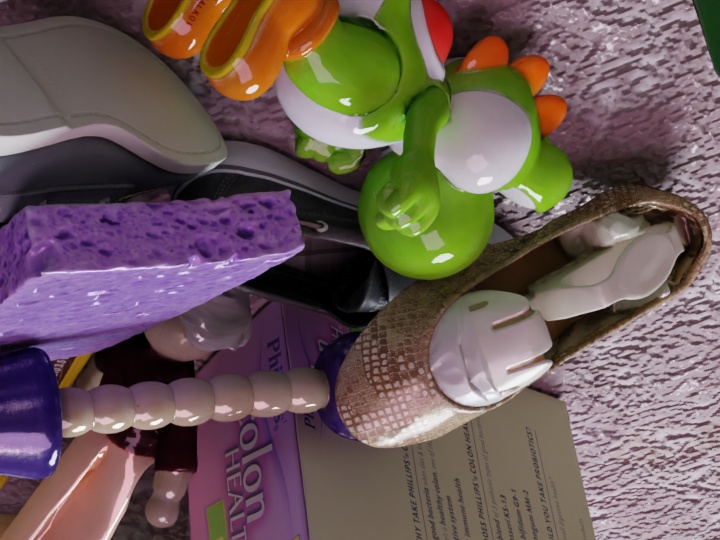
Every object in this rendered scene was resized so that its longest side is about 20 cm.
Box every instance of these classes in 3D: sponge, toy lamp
[{"bbox_3d":[-0.117,0.008,0.704,0.111,0.030,0.200,-7,170,-32],"label":"sponge"},{"bbox_3d":[-0.088,0.057,0.748,0.199,0.058,0.058,-3,143,-28],"label":"toy lamp"}]

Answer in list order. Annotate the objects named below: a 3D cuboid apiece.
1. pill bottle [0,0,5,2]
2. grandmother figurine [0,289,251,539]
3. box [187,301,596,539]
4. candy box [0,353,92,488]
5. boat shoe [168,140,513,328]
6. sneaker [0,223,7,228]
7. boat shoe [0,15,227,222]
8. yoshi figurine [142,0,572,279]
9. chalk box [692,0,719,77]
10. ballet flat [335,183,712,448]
[{"bbox_3d":[-0.116,-0.146,0.553,0.199,0.113,0.113,-14,141,6],"label":"pill bottle"},{"bbox_3d":[-0.113,0.075,0.828,0.060,0.121,0.200,11,117,-47],"label":"grandmother figurine"},{"bbox_3d":[0.019,0.135,0.871,0.199,0.176,0.097,22,132,-33],"label":"box"},{"bbox_3d":[-0.212,0.067,0.866,0.102,0.026,0.200,17,135,-24],"label":"candy box"},{"bbox_3d":[0.000,0.000,0.798,0.199,0.057,0.069,18,134,-29],"label":"boat shoe"},{"bbox_3d":[-0.206,-0.036,0.713,0.199,0.073,0.082,-12,139,-12],"label":"sneaker"},{"bbox_3d":[-0.122,-0.052,0.651,0.062,0.073,0.200,-40,166,21],"label":"boat shoe"},{"bbox_3d":[0.003,-0.054,0.704,0.200,0.113,0.112,26,146,-38],"label":"yoshi figurine"},{"bbox_3d":[0.229,-0.115,0.647,0.199,0.125,0.124,-17,140,13],"label":"chalk box"},{"bbox_3d":[0.078,0.015,0.764,0.200,0.065,0.071,-33,103,-23],"label":"ballet flat"}]
